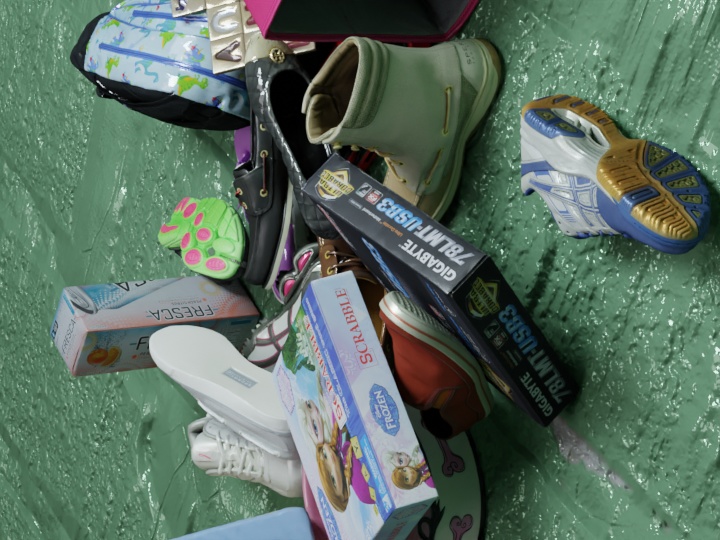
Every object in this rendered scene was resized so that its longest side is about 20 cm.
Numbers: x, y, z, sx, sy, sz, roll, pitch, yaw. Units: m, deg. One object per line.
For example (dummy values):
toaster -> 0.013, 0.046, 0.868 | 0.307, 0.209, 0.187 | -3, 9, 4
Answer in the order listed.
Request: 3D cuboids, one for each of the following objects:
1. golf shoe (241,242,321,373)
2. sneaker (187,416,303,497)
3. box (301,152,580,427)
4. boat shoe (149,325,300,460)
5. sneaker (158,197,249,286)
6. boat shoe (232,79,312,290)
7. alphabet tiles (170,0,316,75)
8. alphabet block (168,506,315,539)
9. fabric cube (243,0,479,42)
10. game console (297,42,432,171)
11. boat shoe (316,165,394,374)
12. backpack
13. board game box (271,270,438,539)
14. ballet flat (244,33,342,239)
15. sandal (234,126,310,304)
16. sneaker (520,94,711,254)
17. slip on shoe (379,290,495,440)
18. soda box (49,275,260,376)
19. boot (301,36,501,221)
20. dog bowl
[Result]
golf shoe -> -0.053, 0.069, 1.586 | 0.088, 0.077, 0.201 | 48, 131, 32
sneaker -> -0.112, 0.182, 1.637 | 0.200, 0.099, 0.078 | 7, 101, 63
box -> 0.065, 0.015, 1.335 | 0.050, 0.200, 0.198 | -47, 46, -8
boat shoe -> -0.124, 0.116, 1.584 | 0.199, 0.072, 0.069 | 23, 128, 30
sneaker -> -0.139, -0.026, 1.670 | 0.077, 0.084, 0.200 | -56, 21, 0
boat shoe -> -0.089, -0.083, 1.557 | 0.074, 0.063, 0.203 | -129, 46, -74
alphabet tiles -> -0.099, -0.281, 1.539 | 0.166, 0.008, 0.201 | -12, 71, 13
alphabet block -> -0.127, 0.346, 1.566 | 0.200, 0.195, 0.196 | 114, 143, -74
fabric cube -> -0.003, -0.324, 1.361 | 0.200, 0.199, 0.197 | 60, 137, 32
game console -> -0.011, -0.191, 1.537 | 0.200, 0.031, 0.177 | -52, 48, 42
boat shoe -> 0.000, 0.000, 1.486 | 0.068, 0.072, 0.201 | 34, -134, -82
backpack -> -0.168, -0.200, 1.631 | 0.154, 0.163, 0.200 | -61, 31, 9
board game box -> -0.010, 0.133, 1.391 | 0.200, 0.041, 0.201 | 114, 139, -61
ballet flat -> -0.046, -0.122, 1.459 | 0.057, 0.066, 0.201 | -43, 67, 58
sandal -> -0.094, -0.063, 1.642 | 0.082, 0.050, 0.204 | -40, 62, 48
sneaker -> 0.189, -0.055, 1.254 | 0.200, 0.075, 0.089 | 48, 142, 48
slip on shoe -> 0.055, 0.080, 1.331 | 0.074, 0.061, 0.200 | 41, 171, 31
soda box -> -0.205, 0.053, 1.682 | 0.068, 0.199, 0.064 | 53, 133, 36
boot -> 0.017, -0.107, 1.396 | 0.072, 0.154, 0.201 | 52, 131, 37
dog bowl -> 0.022, 0.197, 1.501 | 0.200, 0.074, 0.201 | 12, 104, 53
